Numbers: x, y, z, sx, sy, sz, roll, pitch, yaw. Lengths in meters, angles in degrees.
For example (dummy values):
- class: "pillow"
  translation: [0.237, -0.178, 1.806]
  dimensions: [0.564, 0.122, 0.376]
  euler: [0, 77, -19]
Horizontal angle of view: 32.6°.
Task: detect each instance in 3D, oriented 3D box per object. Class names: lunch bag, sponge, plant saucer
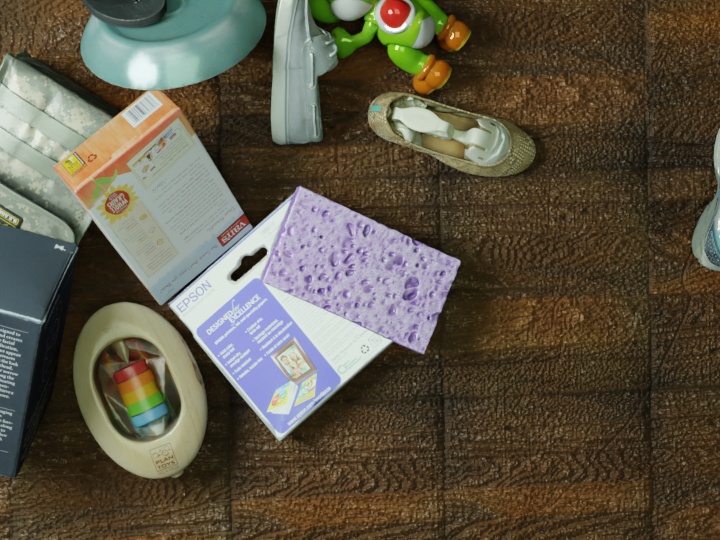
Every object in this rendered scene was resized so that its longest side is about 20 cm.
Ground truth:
- class: "lunch bag"
  translation: [-0.346, -0.105, 1.307]
  dimensions: [0.163, 0.118, 0.201]
  euler: [32, 98, -10]
- class: "sponge"
  translation: [0.000, 0.000, 1.347]
  dimensions: [0.198, 0.030, 0.113]
  euler: [24, 88, -9]
- class: "plant saucer"
  translation: [-0.198, -0.263, 1.281]
  dimensions: [0.197, 0.202, 0.036]
  euler: [-13, 135, -4]

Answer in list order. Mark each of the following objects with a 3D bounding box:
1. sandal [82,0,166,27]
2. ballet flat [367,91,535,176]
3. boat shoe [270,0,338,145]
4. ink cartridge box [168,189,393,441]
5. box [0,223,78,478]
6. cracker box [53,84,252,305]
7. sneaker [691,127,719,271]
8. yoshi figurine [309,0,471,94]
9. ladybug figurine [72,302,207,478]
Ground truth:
- class: "sandal"
  translation: [-0.270, -0.318, 1.278]
  dimensions: [0.075, 0.048, 0.201]
  euler: [-31, 57, -19]
- class: "ballet flat"
  translation: [0.104, -0.149, 1.370]
  dimensions: [0.197, 0.065, 0.072]
  euler: [12, 92, -6]
- class: "boat shoe"
  translation: [-0.059, -0.229, 1.322]
  dimensions: [0.070, 0.070, 0.203]
  euler: [3, 123, -4]
- class: "ink cartridge box"
  translation: [-0.078, 0.048, 1.374]
  dimensions: [0.198, 0.043, 0.201]
  euler: [-40, 97, -4]
- class: "box"
  translation: [-0.369, 0.080, 1.260]
  dimensions: [0.105, 0.149, 0.202]
  euler: [15, 119, -6]
- class: "cracker box"
  translation: [-0.210, -0.074, 1.282]
  dimensions: [0.134, 0.058, 0.201]
  euler: [-40, 140, -10]
- class: "sneaker"
  translation: [0.441, -0.096, 1.393]
  dimensions: [0.076, 0.086, 0.203]
  euler: [12, 92, -7]
- class: "yoshi figurine"
  translation: [0.014, -0.282, 1.355]
  dimensions: [0.198, 0.113, 0.112]
  euler: [31, 129, -19]
- class: "ladybug figurine"
  translation: [-0.238, 0.131, 1.350]
  dimensions: [0.134, 0.072, 0.203]
  euler: [-19, 94, -4]
